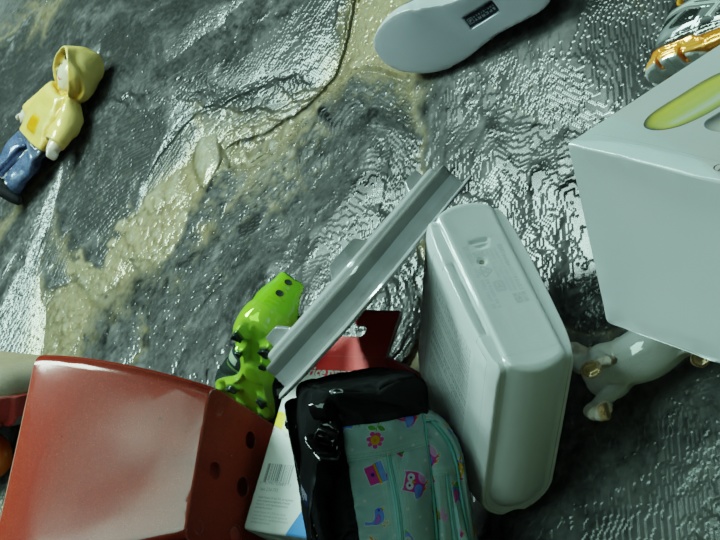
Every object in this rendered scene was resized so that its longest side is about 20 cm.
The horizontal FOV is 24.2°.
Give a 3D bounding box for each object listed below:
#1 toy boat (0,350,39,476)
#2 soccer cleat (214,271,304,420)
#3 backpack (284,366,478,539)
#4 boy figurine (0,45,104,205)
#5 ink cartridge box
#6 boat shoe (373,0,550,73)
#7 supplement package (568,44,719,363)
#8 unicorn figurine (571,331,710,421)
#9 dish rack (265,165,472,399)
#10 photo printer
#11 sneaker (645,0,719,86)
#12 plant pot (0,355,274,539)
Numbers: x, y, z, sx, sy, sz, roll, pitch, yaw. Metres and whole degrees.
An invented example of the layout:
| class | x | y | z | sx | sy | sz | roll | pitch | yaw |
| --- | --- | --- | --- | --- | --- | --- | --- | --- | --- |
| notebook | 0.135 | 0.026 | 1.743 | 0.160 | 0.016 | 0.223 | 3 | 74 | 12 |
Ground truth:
| class | x | y | z | sx | sy | sz | roll | pitch | yaw |
| --- | --- | --- | --- | --- | --- | --- | --- | --- | --- |
| toy boat | -0.396 | 0.156 | 1.765 | 0.200 | 0.130 | 0.131 | 2 | 97 | 46 |
| soccer cleat | -0.083 | 0.074 | 1.476 | 0.081 | 0.067 | 0.200 | -55 | -8 | -29 |
| backpack | 0.018 | 0.177 | 1.261 | 0.167 | 0.126 | 0.201 | 177 | 82 | -85 |
| boy figurine | -0.368 | -0.172 | 1.958 | 0.200 | 0.064 | 0.124 | -52 | 38 | 12 |
| ink cartridge box | -0.012 | 0.137 | 1.412 | 0.116 | 0.067 | 0.200 | 0 | 66 | 44 |
| boat shoe | 0.100 | -0.246 | 1.543 | 0.200 | 0.071 | 0.070 | -25 | 23 | 38 |
| supplement package | 0.282 | -0.050 | 1.107 | 0.200 | 0.147 | 0.191 | -33 | 32 | -27 |
| unicorn figurine | 0.198 | 0.059 | 1.236 | 0.199 | 0.137 | 0.074 | -12 | 96 | 16 |
| dish rack | 0.000 | 0.000 | 1.323 | 0.172 | 0.044 | 0.200 | -49 | 0 | 39 |
| photo printer | 0.097 | 0.075 | 1.266 | 0.069 | 0.200 | 0.167 | -12 | 48 | -13 |
| sneaker | 0.308 | -0.198 | 1.291 | 0.200 | 0.078 | 0.077 | -13 | 52 | 40 |
| plant pot | -0.171 | 0.191 | 1.456 | 0.176 | 0.200 | 0.200 | -8 | 61 | 30 |
